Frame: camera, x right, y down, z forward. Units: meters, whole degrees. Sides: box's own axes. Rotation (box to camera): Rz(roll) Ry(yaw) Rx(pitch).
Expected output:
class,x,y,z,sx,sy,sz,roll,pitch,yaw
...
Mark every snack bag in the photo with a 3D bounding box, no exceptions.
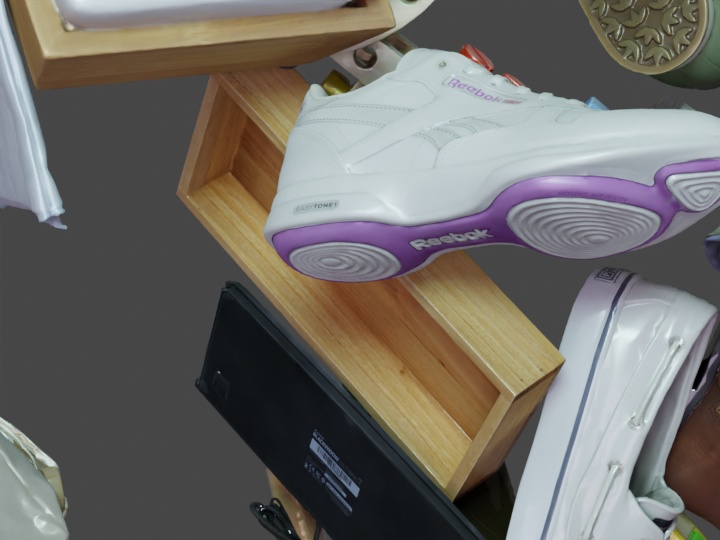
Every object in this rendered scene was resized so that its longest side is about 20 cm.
class,x,y,z,sx,sy,sz,roll,pitch,yaw
snack bag,-0.177,-0.116,0.917,0.021,0.189,0.201,-17,98,-15

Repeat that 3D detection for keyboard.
class,x,y,z,sx,sy,sz,roll,pitch,yaw
keyboard,-0.012,0.106,0.974,0.200,0.021,0.127,46,138,28

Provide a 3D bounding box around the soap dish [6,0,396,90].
class,x,y,z,sx,sy,sz,roll,pitch,yaw
soap dish,-0.091,-0.169,0.868,0.081,0.157,0.201,-53,53,53

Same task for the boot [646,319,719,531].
class,x,y,z,sx,sy,sz,roll,pitch,yaw
boot,0.234,0.078,0.936,0.200,0.068,0.188,43,109,-2

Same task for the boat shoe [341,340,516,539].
class,x,y,z,sx,sy,sz,roll,pitch,yaw
boat shoe,0.039,0.128,0.989,0.066,0.074,0.201,-27,91,42

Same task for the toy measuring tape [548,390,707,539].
class,x,y,z,sx,sy,sz,roll,pitch,yaw
toy measuring tape,0.110,0.122,0.979,0.074,0.074,0.200,-45,83,19

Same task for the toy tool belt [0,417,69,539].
class,x,y,z,sx,sy,sz,roll,pitch,yaw
toy tool belt,-0.202,0.146,1.037,0.200,0.125,0.123,47,140,0

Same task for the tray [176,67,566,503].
class,x,y,z,sx,sy,sz,roll,pitch,yaw
tray,0.000,0.000,0.926,0.200,0.037,0.099,48,148,17

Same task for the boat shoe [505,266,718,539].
class,x,y,z,sx,sy,sz,roll,pitch,yaw
boat shoe,0.110,0.102,0.912,0.065,0.072,0.201,16,93,23

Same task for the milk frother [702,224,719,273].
class,x,y,z,sx,sy,sz,roll,pitch,yaw
milk frother,0.237,-0.084,0.783,0.180,0.200,0.189,13,77,19

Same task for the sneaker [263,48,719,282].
class,x,y,z,sx,sy,sz,roll,pitch,yaw
sneaker,0.054,-0.054,0.828,0.199,0.075,0.100,-5,61,22

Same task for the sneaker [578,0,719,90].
class,x,y,z,sx,sy,sz,roll,pitch,yaw
sneaker,0.114,-0.162,0.897,0.067,0.090,0.201,-31,66,26

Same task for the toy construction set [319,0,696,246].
class,x,y,z,sx,sy,sz,roll,pitch,yaw
toy construction set,0.054,-0.088,0.924,0.200,0.092,0.131,43,109,10
